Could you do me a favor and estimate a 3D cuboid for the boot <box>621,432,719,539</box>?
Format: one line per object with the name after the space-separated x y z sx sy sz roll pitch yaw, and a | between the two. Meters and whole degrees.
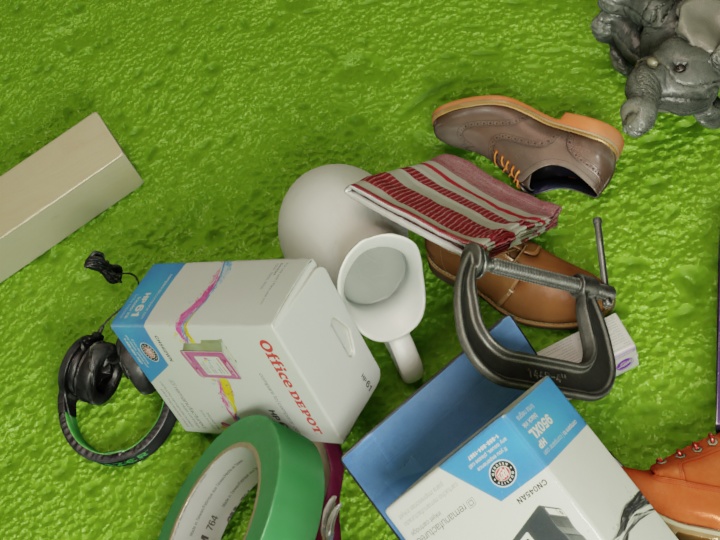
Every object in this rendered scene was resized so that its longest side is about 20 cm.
0.246 0.170 0.920 0.197 0.075 0.109 17 63 2 | boot

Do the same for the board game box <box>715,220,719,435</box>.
0.381 0.052 0.978 0.163 0.057 0.203 0 58 18 | board game box

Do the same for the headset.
-0.242 0.086 1.151 0.121 0.094 0.203 -11 66 12 | headset

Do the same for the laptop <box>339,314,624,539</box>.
0.123 0.182 0.946 0.187 0.116 0.200 -39 54 -8 | laptop

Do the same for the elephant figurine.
0.308 -0.196 1.124 0.154 0.141 0.202 -31 45 16 | elephant figurine

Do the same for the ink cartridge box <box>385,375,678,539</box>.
0.138 0.205 0.858 0.201 0.084 0.145 51 125 9 | ink cartridge box

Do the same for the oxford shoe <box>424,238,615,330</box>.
0.140 -0.002 1.090 0.198 0.072 0.072 20 65 27 | oxford shoe

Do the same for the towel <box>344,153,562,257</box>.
0.090 -0.064 1.083 0.143 0.199 0.023 28 114 22 | towel

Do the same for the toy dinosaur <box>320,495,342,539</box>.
0.001 0.278 0.882 0.103 0.182 0.203 7 63 18 | toy dinosaur

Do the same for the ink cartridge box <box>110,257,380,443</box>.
-0.101 0.071 1.044 0.198 0.146 0.085 -3 41 36 | ink cartridge box

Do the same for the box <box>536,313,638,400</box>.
0.148 0.105 1.036 0.198 0.039 0.042 -28 54 0 | box

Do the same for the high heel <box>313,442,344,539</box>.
-0.055 0.179 1.023 0.066 0.096 0.202 -15 54 9 | high heel

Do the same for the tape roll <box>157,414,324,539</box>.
-0.107 0.221 0.976 0.200 0.048 0.202 -43 30 32 | tape roll

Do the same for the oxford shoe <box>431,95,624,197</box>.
0.155 -0.120 1.164 0.197 0.071 0.074 13 67 26 | oxford shoe

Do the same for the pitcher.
0.000 0.000 1.106 0.120 0.174 0.200 -22 31 -9 | pitcher

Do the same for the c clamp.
0.147 0.026 0.977 0.027 0.198 0.174 -34 59 46 | c clamp

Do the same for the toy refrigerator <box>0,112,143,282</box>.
-0.349 -0.080 1.316 0.199 0.070 0.076 -36 60 -5 | toy refrigerator
